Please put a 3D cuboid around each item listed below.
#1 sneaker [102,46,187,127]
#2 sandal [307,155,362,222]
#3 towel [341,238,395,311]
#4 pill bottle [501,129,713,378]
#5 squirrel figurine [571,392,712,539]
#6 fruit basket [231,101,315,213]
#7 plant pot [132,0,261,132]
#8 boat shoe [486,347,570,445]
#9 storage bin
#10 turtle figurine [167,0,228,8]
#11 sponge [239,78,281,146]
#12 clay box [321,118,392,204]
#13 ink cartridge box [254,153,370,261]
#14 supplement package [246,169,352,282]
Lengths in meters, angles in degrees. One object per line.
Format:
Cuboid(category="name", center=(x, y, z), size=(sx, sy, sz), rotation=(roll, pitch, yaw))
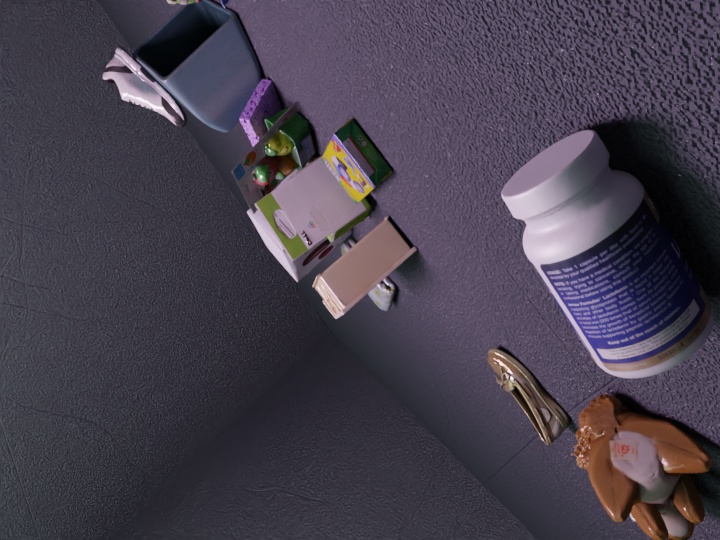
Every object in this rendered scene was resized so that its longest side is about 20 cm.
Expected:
Cuboid(category="sneaker", center=(-0.453, -0.369, 1.169), size=(0.199, 0.080, 0.074), rotation=(42, 176, -6))
Cuboid(category="sandal", center=(-0.062, -0.176, 1.249), size=(0.201, 0.054, 0.081), rotation=(48, 169, 13))
Cuboid(category="towel", center=(0.021, 0.015, 1.550), size=(0.200, 0.048, 0.172), rotation=(48, 169, 14))
Cuboid(category="pill bottle", center=(0.219, -0.014, 0.501), size=(0.202, 0.115, 0.115), rotation=(52, 168, -13))
Cuboid(category="squirrel figurine", center=(0.396, 0.282, 0.787), size=(0.187, 0.141, 0.201), rotation=(45, -173, -33))
Cuboid(category="fruit basket", center=(-0.180, -0.231, 1.177), size=(0.092, 0.203, 0.186), rotation=(30, 163, 14))
Cuboid(category="plant pot", center=(-0.323, -0.419, 1.183), size=(0.196, 0.196, 0.201), rotation=(40, 171, 39))
Cuboid(category="boat shoe", center=(0.312, 0.239, 1.070), size=(0.201, 0.063, 0.073), rotation=(48, 169, 11))
Cuboid(category="storage bin", center=(0.000, 0.000, 1.191), size=(0.094, 0.199, 0.199), rotation=(49, 169, 1))
Cuboid(category="turtle figurine", center=(-0.250, -0.476, 0.817), size=(0.193, 0.144, 0.201), rotation=(27, 159, 54))
Cuboid(category="sponge", center=(-0.203, -0.310, 1.236), size=(0.029, 0.114, 0.201), rotation=(15, 156, 18))
Cuboid(category="clay box", center=(-0.014, -0.192, 1.027), size=(0.116, 0.047, 0.200), rotation=(51, 168, -4))
Cuboid(category="ink cartridge box", center=(-0.099, -0.127, 1.147), size=(0.150, 0.198, 0.076), rotation=(54, 169, 6))
Cuboid(category="supplement package", center=(-0.145, -0.119, 1.384), size=(0.147, 0.199, 0.192), rotation=(44, 168, 21))
